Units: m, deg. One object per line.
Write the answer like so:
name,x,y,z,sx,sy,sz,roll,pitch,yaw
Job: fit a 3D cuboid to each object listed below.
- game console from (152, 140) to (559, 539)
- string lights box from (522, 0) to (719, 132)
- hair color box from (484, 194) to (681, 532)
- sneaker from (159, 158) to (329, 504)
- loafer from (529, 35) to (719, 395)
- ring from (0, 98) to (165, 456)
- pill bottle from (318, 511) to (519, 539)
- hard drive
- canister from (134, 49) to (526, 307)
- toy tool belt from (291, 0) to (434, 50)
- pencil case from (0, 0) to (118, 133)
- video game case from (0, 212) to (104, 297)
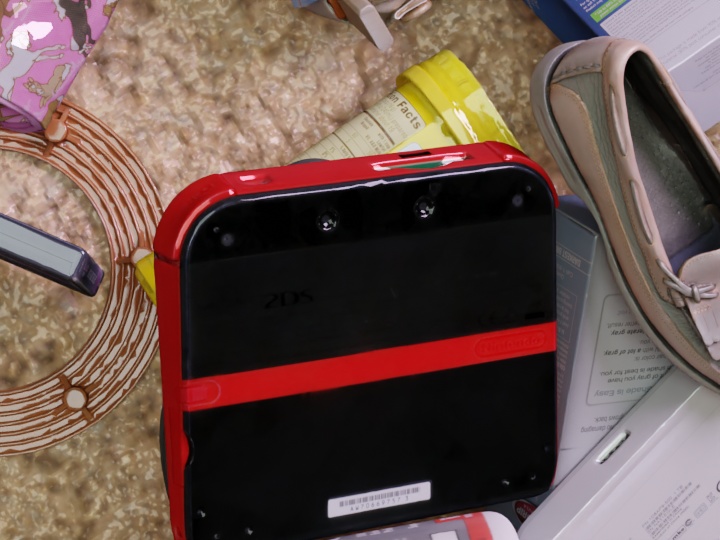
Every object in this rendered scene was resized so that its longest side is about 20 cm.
game console,0.003,0.035,1.010,0.199,0.031,0.178,-8,108,-22
string lights box,0.137,-0.161,1.108,0.103,0.059,0.200,-34,51,-4
hair color box,0.128,0.062,1.107,0.099,0.061,0.201,-4,112,-29
sneaker,-0.049,0.040,1.050,0.075,0.079,0.201,16,90,-5
loafer,0.152,-0.021,1.013,0.072,0.063,0.200,-41,105,-25
ring,-0.199,-0.001,1.157,0.199,0.019,0.201,0,89,-5
pill bottle,-0.018,0.185,1.021,0.199,0.116,0.116,-9,89,-4
hard drive,0.178,0.147,1.121,0.132,0.027,0.200,-45,126,-5
canister,0.000,0.000,1.134,0.200,0.087,0.149,-33,93,-5
toy tool belt,-0.020,-0.213,1.100,0.124,0.123,0.201,-21,102,12
pencil case,-0.160,-0.173,1.128,0.086,0.083,0.201,33,81,-35
video game case,-0.195,-0.025,1.049,0.142,0.200,0.019,23,85,-3
